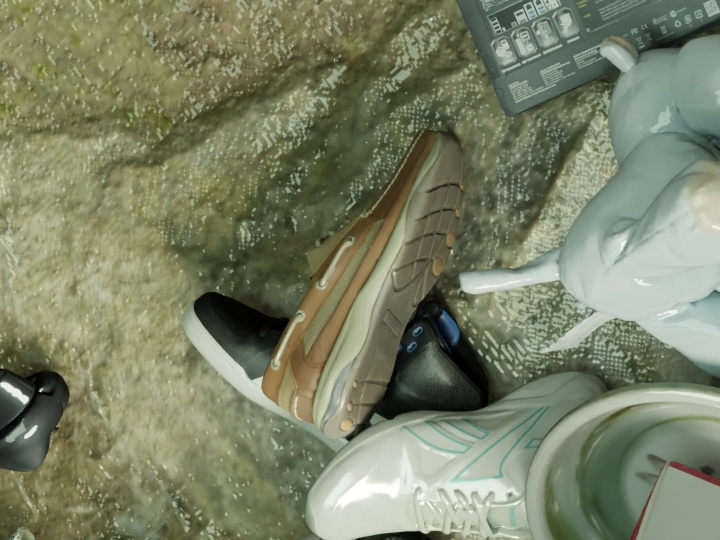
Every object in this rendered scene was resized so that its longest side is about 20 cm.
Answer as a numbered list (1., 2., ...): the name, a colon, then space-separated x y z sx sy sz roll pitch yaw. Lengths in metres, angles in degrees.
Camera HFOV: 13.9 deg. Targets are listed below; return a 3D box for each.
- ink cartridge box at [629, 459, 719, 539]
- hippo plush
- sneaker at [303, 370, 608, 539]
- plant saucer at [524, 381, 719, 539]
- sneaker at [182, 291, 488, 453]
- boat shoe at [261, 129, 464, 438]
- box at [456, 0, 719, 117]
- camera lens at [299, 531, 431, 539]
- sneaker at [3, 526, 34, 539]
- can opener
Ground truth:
1. ink cartridge box: 0.190 0.242 1.643 0.145 0.145 0.201 22 132 4
2. hippo plush: 0.191 -0.041 1.641 0.199 0.161 0.159 -19 136 41
3. sneaker: 0.065 0.123 1.740 0.199 0.071 0.080 -18 50 -7
4. plant saucer: 0.195 0.134 1.688 0.199 0.050 0.201 11 128 14
5. sneaker: -0.004 0.048 1.818 0.200 0.073 0.112 36 110 5
6. boat shoe: 0.000 0.000 1.760 0.071 0.076 0.201 18 69 24
7. box: 0.143 -0.198 1.705 0.199 0.051 0.158 -24 92 27
8. camera lens: -0.031 0.251 1.817 0.199 0.160 0.161 -27 89 27
9. sneaker: -0.244 0.209 1.965 0.199 0.077 0.089 16 94 15
10. can opener: -0.270 0.117 1.957 0.200 0.064 0.079 -31 114 36
